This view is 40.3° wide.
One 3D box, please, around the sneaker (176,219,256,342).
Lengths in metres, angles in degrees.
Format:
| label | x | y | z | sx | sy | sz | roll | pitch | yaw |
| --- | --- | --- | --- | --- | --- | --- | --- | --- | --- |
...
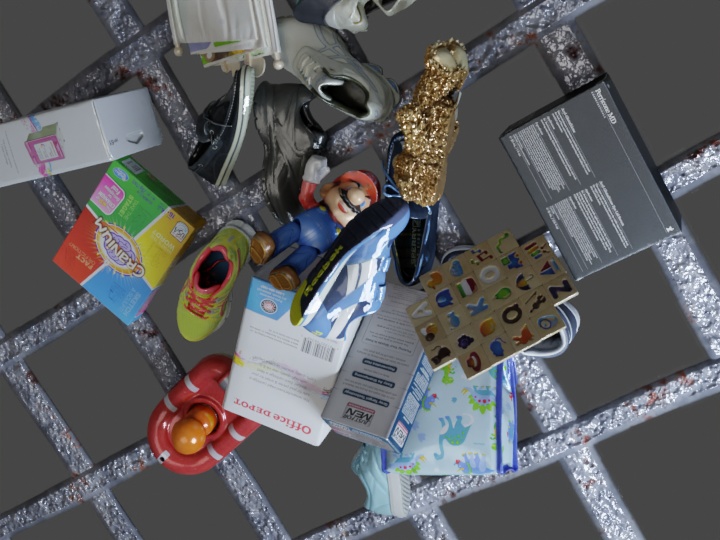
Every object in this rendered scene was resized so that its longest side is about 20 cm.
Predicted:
| label | x | y | z | sx | sy | sz | roll | pitch | yaw |
| --- | --- | --- | --- | --- | --- | --- | --- | --- | --- |
| sneaker | -0.217 | 0.023 | 1.379 | 0.078 | 0.090 | 0.201 | 28 | 116 | 5 |

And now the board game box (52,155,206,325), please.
| label | x | y | z | sx | sy | sz | roll | pitch | yaw |
| --- | --- | --- | --- | --- | --- | --- | --- | --- | --- |
| board game box | -0.336 | -0.043 | 1.422 | 0.153 | 0.040 | 0.200 | 39 | 115 | 2 |

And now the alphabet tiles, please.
| label | x | y | z | sx | sy | sz | roll | pitch | yaw |
| --- | --- | --- | --- | --- | --- | --- | --- | --- | --- |
| alphabet tiles | 0.159 | 0.039 | 1.213 | 0.199 | 0.167 | 0.006 | -29 | 142 | 5 |

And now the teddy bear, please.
| label | x | y | z | sx | sy | sz | roll | pitch | yaw |
| --- | --- | --- | --- | --- | --- | --- | --- | --- | --- |
| teddy bear | 0.081 | -0.181 | 1.178 | 0.066 | 0.145 | 0.202 | 16 | 127 | 14 |

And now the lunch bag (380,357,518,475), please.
| label | x | y | z | sx | sy | sz | roll | pitch | yaw |
| --- | --- | --- | --- | --- | --- | --- | --- | --- | --- |
| lunch bag | 0.118 | 0.168 | 1.305 | 0.168 | 0.127 | 0.202 | -4 | 81 | 19 |

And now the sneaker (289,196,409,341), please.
| label | x | y | z | sx | sy | sz | roll | pitch | yaw |
| --- | --- | --- | --- | --- | --- | --- | --- | --- | --- |
| sneaker | 0.000 | 0.000 | 1.180 | 0.082 | 0.074 | 0.200 | 35 | 102 | -22 |

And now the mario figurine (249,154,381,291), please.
| label | x | y | z | sx | sy | sz | roll | pitch | yaw |
| --- | --- | --- | --- | --- | --- | --- | --- | --- | --- |
| mario figurine | -0.043 | -0.067 | 1.241 | 0.105 | 0.200 | 0.124 | 19 | 140 | 40 |

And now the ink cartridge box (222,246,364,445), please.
| label | x | y | z | sx | sy | sz | roll | pitch | yaw |
| --- | --- | --- | --- | --- | --- | --- | --- | --- | --- |
| ink cartridge box | -0.078 | 0.099 | 1.329 | 0.145 | 0.146 | 0.202 | 20 | 112 | 10 |

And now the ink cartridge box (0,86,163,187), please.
| label | x | y | z | sx | sy | sz | roll | pitch | yaw |
| --- | --- | --- | --- | --- | --- | --- | --- | --- | --- |
| ink cartridge box | -0.392 | -0.182 | 1.335 | 0.198 | 0.145 | 0.086 | -8 | 104 | 20 |

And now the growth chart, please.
| label | x | y | z | sx | sy | sz | roll | pitch | yaw |
| --- | --- | --- | --- | --- | --- | --- | --- | --- | --- |
| growth chart | -0.181 | -0.324 | 1.259 | 0.198 | 0.018 | 0.146 | 12 | 115 | 33 |

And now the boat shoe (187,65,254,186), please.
| label | x | y | z | sx | sy | sz | roll | pitch | yaw |
| --- | --- | --- | --- | --- | --- | --- | --- | --- | --- |
| boat shoe | -0.181 | -0.187 | 1.275 | 0.062 | 0.075 | 0.200 | 16 | 141 | -14 |

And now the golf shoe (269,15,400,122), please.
| label | x | y | z | sx | sy | sz | roll | pitch | yaw |
| --- | --- | --- | --- | --- | --- | --- | --- | --- | --- |
| golf shoe | -0.046 | -0.253 | 1.228 | 0.199 | 0.097 | 0.079 | 31 | 116 | 7 |

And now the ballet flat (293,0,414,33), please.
| label | x | y | z | sx | sy | sz | roll | pitch | yaw |
| --- | --- | --- | --- | --- | --- | --- | --- | --- | --- |
| ballet flat | 0.011 | -0.331 | 1.185 | 0.198 | 0.073 | 0.074 | -22 | 101 | 15 |

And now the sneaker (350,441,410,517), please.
| label | x | y | z | sx | sy | sz | roll | pitch | yaw |
| --- | --- | --- | --- | --- | --- | --- | --- | --- | --- |
| sneaker | 0.021 | 0.261 | 1.394 | 0.081 | 0.074 | 0.202 | -1 | 107 | 15 |

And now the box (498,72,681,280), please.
| label | x | y | z | sx | sy | sz | roll | pitch | yaw |
| --- | --- | --- | --- | --- | --- | --- | --- | --- | --- |
| box | 0.279 | -0.112 | 1.182 | 0.140 | 0.079 | 0.201 | -26 | 98 | 27 |

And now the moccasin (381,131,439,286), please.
| label | x | y | z | sx | sy | sz | roll | pitch | yaw |
| --- | --- | --- | --- | --- | --- | --- | --- | --- | --- |
| moccasin | 0.069 | -0.077 | 1.265 | 0.080 | 0.068 | 0.202 | -4 | 105 | 19 |

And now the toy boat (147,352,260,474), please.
| label | x | y | z | sx | sy | sz | roll | pitch | yaw |
| --- | --- | --- | --- | --- | --- | --- | --- | --- | --- |
| toy boat | -0.236 | 0.223 | 1.431 | 0.131 | 0.131 | 0.200 | 46 | 115 | -1 |

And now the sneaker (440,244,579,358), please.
| label | x | y | z | sx | sy | sz | roll | pitch | yaw |
| --- | --- | --- | --- | --- | --- | --- | --- | --- | --- |
| sneaker | 0.185 | 0.039 | 1.246 | 0.199 | 0.109 | 0.071 | 30 | 114 | 6 |

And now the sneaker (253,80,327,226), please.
| label | x | y | z | sx | sy | sz | roll | pitch | yaw |
| --- | --- | --- | --- | --- | --- | --- | --- | --- | --- |
| sneaker | -0.085 | -0.149 | 1.291 | 0.090 | 0.076 | 0.202 | -3 | 109 | 12 |

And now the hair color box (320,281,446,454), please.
| label | x | y | z | sx | sy | sz | roll | pitch | yaw |
| --- | --- | --- | --- | --- | --- | --- | --- | --- | --- |
| hair color box | 0.038 | 0.122 | 1.259 | 0.099 | 0.201 | 0.061 | 13 | 157 | 28 |
